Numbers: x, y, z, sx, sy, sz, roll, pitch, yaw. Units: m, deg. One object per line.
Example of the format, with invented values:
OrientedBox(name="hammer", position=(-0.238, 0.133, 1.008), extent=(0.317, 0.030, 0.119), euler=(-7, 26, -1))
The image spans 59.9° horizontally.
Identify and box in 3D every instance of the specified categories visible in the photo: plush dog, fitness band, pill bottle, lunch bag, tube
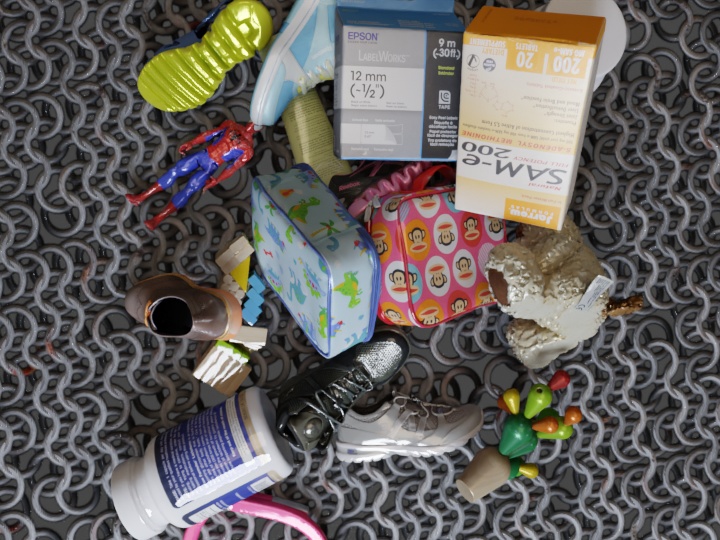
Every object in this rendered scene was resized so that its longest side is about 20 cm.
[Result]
OrientedBox(name="plush dog", position=(0.232, -0.007, 0.747), extent=(0.157, 0.201, 0.175), euler=(-17, 49, 15))
OrientedBox(name="fitness band", position=(-0.133, 0.366, 0.803), extent=(0.195, 0.037, 0.147), euler=(15, 90, -2))
OrientedBox(name="pill bottle", position=(0.219, -0.239, 0.736), extent=(0.111, 0.200, 0.117), euler=(0, 87, -7))
OrientedBox(name="lunch bag", position=(-0.056, -0.012, 0.717), extent=(0.081, 0.200, 0.164), euler=(-20, 136, -26))
OrientedBox(name="tube", position=(-0.074, -0.197, 0.801), extent=(0.057, 0.052, 0.204), euler=(-20, 95, 24))
OrientedBox(name="pill bottle", position=(-0.190, 0.236, 0.759), extent=(0.196, 0.116, 0.118), euler=(-26, 92, -3))
OrientedBox(name="lunch bag", position=(0.095, -0.035, 0.748), extent=(0.197, 0.081, 0.181), euler=(-11, 96, -41))

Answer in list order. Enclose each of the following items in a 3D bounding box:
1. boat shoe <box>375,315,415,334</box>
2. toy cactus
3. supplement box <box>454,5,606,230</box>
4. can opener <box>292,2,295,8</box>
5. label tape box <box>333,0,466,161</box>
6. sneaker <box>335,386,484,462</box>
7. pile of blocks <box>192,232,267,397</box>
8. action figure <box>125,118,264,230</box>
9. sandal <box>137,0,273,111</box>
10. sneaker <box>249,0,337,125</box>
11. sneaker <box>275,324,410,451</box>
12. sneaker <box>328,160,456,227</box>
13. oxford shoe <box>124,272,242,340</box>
OrientedBox(name="boat shoe", position=(0.000, 0.000, 0.799), extent=(0.060, 0.072, 0.204), euler=(-22, 77, -44))
OrientedBox(name="toy cactus", position=(0.177, 0.206, 0.753), extent=(0.163, 0.202, 0.103), euler=(-31, 65, -25))
OrientedBox(name="supplement box", position=(0.168, -0.153, 0.646), extent=(0.123, 0.074, 0.203), euler=(13, 134, 20))
OrientedBox(name="can opener", position=(0.010, -0.318, 0.794), extent=(0.194, 0.067, 0.055), euler=(3, 89, -4))
OrientedBox(name="label tape box", position=(0.043, -0.226, 0.690), extent=(0.139, 0.066, 0.206), euler=(-1, 105, -10))
OrientedBox(name="sneaker", position=(0.061, 0.189, 0.794), extent=(0.194, 0.075, 0.084), euler=(-9, 92, -3))
OrientedBox(name="pile of blocks", position=(-0.156, 0.052, 0.788), extent=(0.080, 0.062, 0.205), euler=(11, 102, -15))
OrientedBox(name="action figure", position=(-0.201, -0.133, 0.793), extent=(0.199, 0.052, 0.066), euler=(-39, 89, -5))
OrientedBox(name="sandal", position=(-0.193, -0.273, 0.782), extent=(0.197, 0.088, 0.080), euler=(-27, 128, 12))
OrientedBox(name="sneaker", position=(-0.039, -0.241, 0.739), extent=(0.129, 0.080, 0.203), euler=(29, 92, -6))
OrientedBox(name="sneaker", position=(-0.022, 0.146, 0.736), extent=(0.197, 0.115, 0.077), euler=(-31, 111, 16))
OrientedBox(name="sneaker", position=(0.043, -0.129, 0.794), extent=(0.198, 0.080, 0.095), euler=(-32, 57, -19))
OrientedBox(name="oxford shoe", position=(-0.229, 0.041, 0.735), extent=(0.196, 0.072, 0.073), euler=(3, 93, 38))
